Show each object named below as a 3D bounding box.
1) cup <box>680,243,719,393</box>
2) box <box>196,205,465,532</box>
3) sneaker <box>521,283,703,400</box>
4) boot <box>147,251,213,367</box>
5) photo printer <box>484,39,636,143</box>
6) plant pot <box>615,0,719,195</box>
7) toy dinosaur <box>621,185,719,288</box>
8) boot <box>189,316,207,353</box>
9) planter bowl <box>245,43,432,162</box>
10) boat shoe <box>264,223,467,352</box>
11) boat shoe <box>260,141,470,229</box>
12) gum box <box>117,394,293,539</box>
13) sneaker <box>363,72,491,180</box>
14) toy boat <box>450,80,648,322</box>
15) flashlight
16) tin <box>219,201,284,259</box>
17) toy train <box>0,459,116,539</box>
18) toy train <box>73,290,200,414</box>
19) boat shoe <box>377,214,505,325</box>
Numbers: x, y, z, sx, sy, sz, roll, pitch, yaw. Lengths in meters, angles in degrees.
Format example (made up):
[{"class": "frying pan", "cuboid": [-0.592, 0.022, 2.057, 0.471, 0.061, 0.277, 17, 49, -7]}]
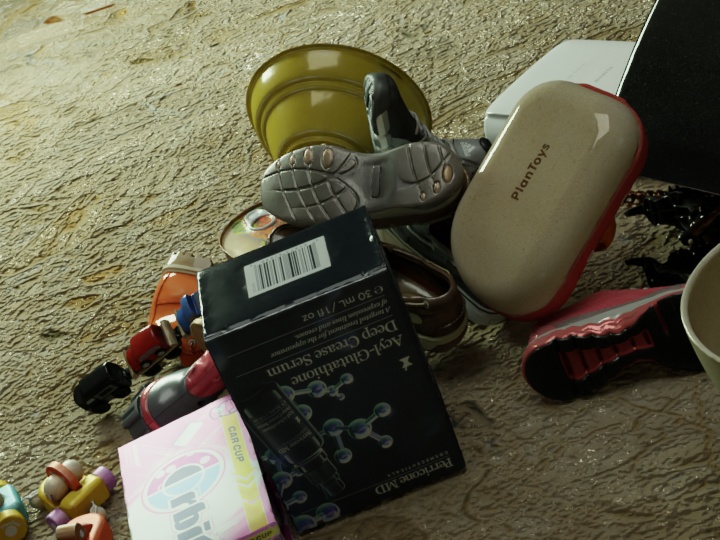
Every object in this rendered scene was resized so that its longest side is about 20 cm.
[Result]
[{"class": "cup", "cuboid": [0.330, 0.063, 1.042, 0.198, 0.144, 0.201, -16, 30, 10]}, {"class": "box", "cuboid": [-0.023, 0.079, 1.205, 0.147, 0.201, 0.107, -22, 30, 2]}, {"class": "sneaker", "cuboid": [0.224, 0.036, 1.233, 0.198, 0.074, 0.087, -15, 29, 15]}, {"class": "boot", "cuboid": [-0.122, 0.053, 1.468, 0.198, 0.075, 0.108, 8, 61, 33]}, {"class": "photo printer", "cuboid": [0.247, -0.169, 1.555, 0.199, 0.070, 0.166, 13, 45, 46]}, {"class": "plant pot", "cuboid": [0.340, -0.160, 1.289, 0.198, 0.179, 0.199, -5, 15, -37]}, {"class": "toy dinosaur", "cuboid": [0.300, -0.034, 1.307, 0.135, 0.103, 0.199, -23, 7, -32]}, {"class": "boot", "cuboid": [-0.039, 0.042, 1.382, 0.200, 0.071, 0.145, 18, 56, 25]}, {"class": "planter bowl", "cuboid": [-0.029, -0.131, 1.583, 0.198, 0.201, 0.084, -8, 48, 24]}, {"class": "boat shoe", "cuboid": [0.003, -0.005, 1.320, 0.201, 0.075, 0.075, 21, 57, 22]}, {"class": "boat shoe", "cuboid": [0.006, -0.065, 1.338, 0.198, 0.072, 0.077, 2, 75, 28]}, {"class": "gum box", "cuboid": [-0.122, 0.194, 1.220, 0.113, 0.067, 0.200, -25, 29, -1]}, {"class": "sneaker", "cuboid": [0.070, -0.128, 1.497, 0.114, 0.201, 0.076, -12, 53, 2]}, {"class": "toy boat", "cuboid": [0.168, -0.049, 1.281, 0.130, 0.130, 0.201, 31, 91, 44]}, {"class": "flashlight", "cuboid": [-0.128, 0.086, 1.311, 0.200, 0.067, 0.068, -44, 39, 36]}, {"class": "tin", "cuboid": [-0.071, -0.021, 1.570, 0.111, 0.042, 0.200, -28, 30, -17]}, {"class": "toy train", "cuboid": [-0.287, 0.217, 1.312, 0.198, 0.056, 0.151, -10, 32, 22]}, {"class": "toy train", "cuboid": [-0.193, 0.070, 1.429, 0.199, 0.046, 0.034, -37, 57, 19]}, {"class": "boat shoe", "cuboid": [0.072, -0.041, 1.376, 0.072, 0.071, 0.200, -30, 63, -36]}]
